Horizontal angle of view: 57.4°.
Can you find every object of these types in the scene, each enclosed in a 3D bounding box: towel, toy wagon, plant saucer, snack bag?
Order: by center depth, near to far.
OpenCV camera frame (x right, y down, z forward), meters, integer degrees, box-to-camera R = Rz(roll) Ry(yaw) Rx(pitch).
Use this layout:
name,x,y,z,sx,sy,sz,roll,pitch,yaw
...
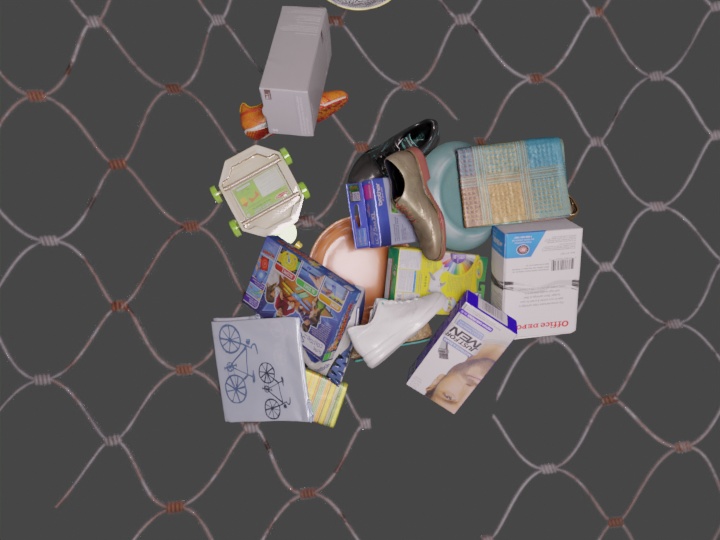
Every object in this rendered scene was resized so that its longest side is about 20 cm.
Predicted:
name,x,y,z,sx,sy,sz,roll,pitch,yaw
snack bag,-0.172,0.170,1.146,0.198,0.021,0.191,-7,92,29
towel,0.274,-0.157,1.178,0.198,0.022,0.148,-7,93,-6
toy wagon,-0.169,-0.120,1.184,0.154,0.040,0.201,-29,96,-5
plant saucer,0.192,-0.138,1.201,0.198,0.036,0.202,0,89,-28
plant saucer,0.000,0.000,1.213,0.198,0.037,0.202,0,93,-7
towel,-0.127,0.217,1.215,0.198,0.018,0.087,21,84,-7

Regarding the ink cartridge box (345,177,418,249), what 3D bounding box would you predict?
name,x,y,z,sx,sy,sz,roll,pitch,yaw
ink cartridge box,0.071,-0.107,1.176,0.198,0.042,0.121,-9,93,-32

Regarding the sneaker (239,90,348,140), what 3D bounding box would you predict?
name,x,y,z,sx,sy,sz,roll,pitch,yaw
sneaker,-0.119,-0.296,1.170,0.198,0.073,0.078,-16,84,-10

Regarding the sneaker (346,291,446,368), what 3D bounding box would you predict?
name,x,y,z,sx,sy,sz,roll,pitch,yaw
sneaker,0.063,0.074,1.110,0.199,0.075,0.089,-33,77,-34

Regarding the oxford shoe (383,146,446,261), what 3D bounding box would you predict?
name,x,y,z,sx,sy,sz,roll,pitch,yaw
oxford shoe,0.088,-0.106,1.125,0.074,0.070,0.202,-19,91,-32

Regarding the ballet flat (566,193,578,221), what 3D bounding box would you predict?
name,x,y,z,sx,sy,sz,roll,pitch,yaw
ballet flat,0.336,-0.165,1.232,0.200,0.072,0.068,46,75,-6

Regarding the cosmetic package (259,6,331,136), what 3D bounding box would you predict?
name,x,y,z,sx,sy,sz,roll,pitch,yaw
cosmetic package,-0.106,-0.335,1.104,0.089,0.107,0.202,3,62,4

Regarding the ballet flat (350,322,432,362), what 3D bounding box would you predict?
name,x,y,z,sx,sy,sz,roll,pitch,yaw
ballet flat,0.051,0.111,1.174,0.199,0.070,0.066,-11,91,-48

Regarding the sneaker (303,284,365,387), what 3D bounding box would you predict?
name,x,y,z,sx,sy,sz,roll,pitch,yaw
sneaker,-0.065,0.113,1.163,0.114,0.081,0.201,18,122,2

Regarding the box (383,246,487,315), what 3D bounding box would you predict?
name,x,y,z,sx,sy,sz,roll,pitch,yaw
box,0.142,0.021,1.206,0.198,0.048,0.119,5,93,-24

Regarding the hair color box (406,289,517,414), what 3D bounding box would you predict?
name,x,y,z,sx,sy,sz,roll,pitch,yaw
hair color box,0.181,0.148,1.187,0.109,0.065,0.201,31,115,-1

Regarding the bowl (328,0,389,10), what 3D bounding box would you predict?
name,x,y,z,sx,sy,sz,roll,pitch,yaw
bowl,-0.012,-0.546,1.161,0.199,0.094,0.203,0,92,-8

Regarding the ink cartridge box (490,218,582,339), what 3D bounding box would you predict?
name,x,y,z,sx,sy,sz,roll,pitch,yaw
ink cartridge box,0.319,0.014,1.209,0.144,0.084,0.202,-4,109,-7

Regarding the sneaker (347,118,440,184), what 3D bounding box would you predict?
name,x,y,z,sx,sy,sz,roll,pitch,yaw
sneaker,0.059,-0.212,1.188,0.199,0.079,0.076,-38,87,-5

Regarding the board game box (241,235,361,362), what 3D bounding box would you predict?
name,x,y,z,sx,sy,sz,roll,pitch,yaw
board game box,-0.105,0.046,1.124,0.199,0.034,0.136,33,110,26
